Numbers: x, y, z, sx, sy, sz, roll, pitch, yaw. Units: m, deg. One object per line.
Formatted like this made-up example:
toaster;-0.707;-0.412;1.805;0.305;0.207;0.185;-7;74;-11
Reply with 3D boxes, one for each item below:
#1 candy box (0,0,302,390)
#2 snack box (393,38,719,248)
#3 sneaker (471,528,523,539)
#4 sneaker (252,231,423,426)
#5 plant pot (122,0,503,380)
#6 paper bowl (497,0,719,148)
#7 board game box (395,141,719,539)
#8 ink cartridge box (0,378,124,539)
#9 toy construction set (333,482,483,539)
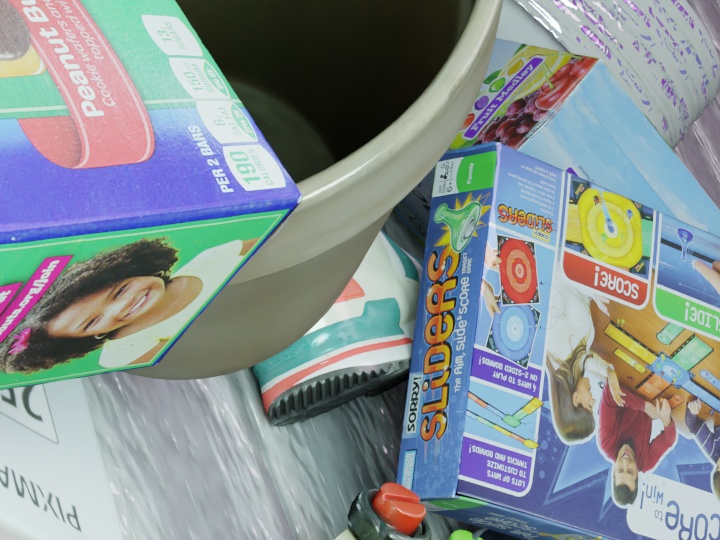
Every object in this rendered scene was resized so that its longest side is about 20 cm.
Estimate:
candy box;-0.138;-0.051;0.594;0.199;0.077;0.169;-10;59;-47
snack box;0.083;-0.026;1.181;0.169;0.068;0.200;48;-11;-25
sneaker;0.106;0.115;1.087;0.070;0.108;0.200;61;17;5
sneaker;0.000;0.000;1.050;0.094;0.070;0.200;66;20;4
plant pot;-0.058;-0.055;0.794;0.174;0.199;0.201;92;-21;-61
paper bowl;0.073;-0.116;1.317;0.200;0.104;0.201;40;-9;8
board game box;0.103;0.045;1.026;0.199;0.034;0.136;21;70;-39
ink cartridge box;-0.127;0.056;0.654;0.200;0.043;0.174;37;26;-50
toy construction set;0.027;0.141;0.853;0.131;0.092;0.200;36;7;9
